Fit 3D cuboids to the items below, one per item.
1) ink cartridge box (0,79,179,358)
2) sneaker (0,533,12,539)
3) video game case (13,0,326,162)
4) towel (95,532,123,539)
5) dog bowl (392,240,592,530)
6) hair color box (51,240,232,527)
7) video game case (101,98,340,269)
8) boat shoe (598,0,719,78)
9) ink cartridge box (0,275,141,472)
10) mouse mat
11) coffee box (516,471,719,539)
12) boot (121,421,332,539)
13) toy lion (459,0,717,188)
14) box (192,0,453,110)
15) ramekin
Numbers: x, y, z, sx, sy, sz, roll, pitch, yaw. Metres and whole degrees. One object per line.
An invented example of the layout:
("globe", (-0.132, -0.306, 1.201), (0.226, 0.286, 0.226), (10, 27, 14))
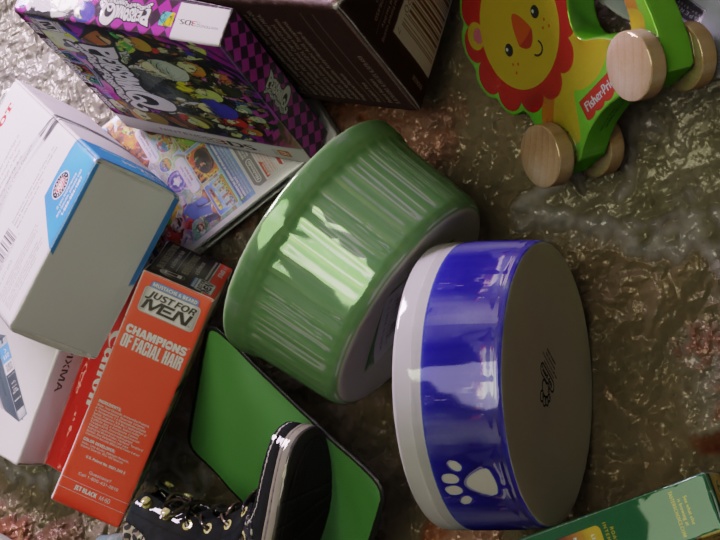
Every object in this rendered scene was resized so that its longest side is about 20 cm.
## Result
("ink cartridge box", (-0.243, -0.044, 1.452), (0.147, 0.085, 0.200), (-61, 35, 8))
("sneaker", (-0.390, 0.233, 1.579), (0.198, 0.106, 0.076), (12, 91, 28))
("video game case", (-0.141, -0.151, 1.405), (0.180, 0.200, 0.036), (12, 73, 23))
("towel", (-0.137, 0.307, 1.474), (0.170, 0.048, 0.202), (-7, 82, 24))
("dog bowl", (0.096, 0.079, 1.284), (0.078, 0.200, 0.202), (-3, 83, 25))
("hair color box", (-0.171, 0.088, 1.460), (0.063, 0.111, 0.201), (22, 103, -1))
("video game case", (-0.127, -0.103, 1.511), (0.199, 0.018, 0.144), (-37, 69, 13))
("boat shoe", (0.234, -0.194, 1.311), (0.199, 0.068, 0.074), (41, 107, 36))
("ink cartridge box", (-0.246, 0.071, 1.554), (0.175, 0.045, 0.202), (23, 96, 28))
("mouse mat", (-0.061, 0.150, 1.414), (0.200, 0.008, 0.162), (43, 142, 24))
("coffee box", (0.174, 0.191, 1.277), (0.199, 0.123, 0.044), (-24, 73, 22))
("boot", (-0.106, 0.186, 1.383), (0.153, 0.073, 0.205), (23, 118, 28))
("toy lion", (0.145, -0.173, 1.319), (0.200, 0.068, 0.193), (-46, 62, 55))
("box", (-0.046, -0.236, 1.390), (0.198, 0.164, 0.167), (8, 72, 27))
("ramekin", (0.000, 0.000, 1.349), (0.097, 0.200, 0.201), (35, 102, 18))
